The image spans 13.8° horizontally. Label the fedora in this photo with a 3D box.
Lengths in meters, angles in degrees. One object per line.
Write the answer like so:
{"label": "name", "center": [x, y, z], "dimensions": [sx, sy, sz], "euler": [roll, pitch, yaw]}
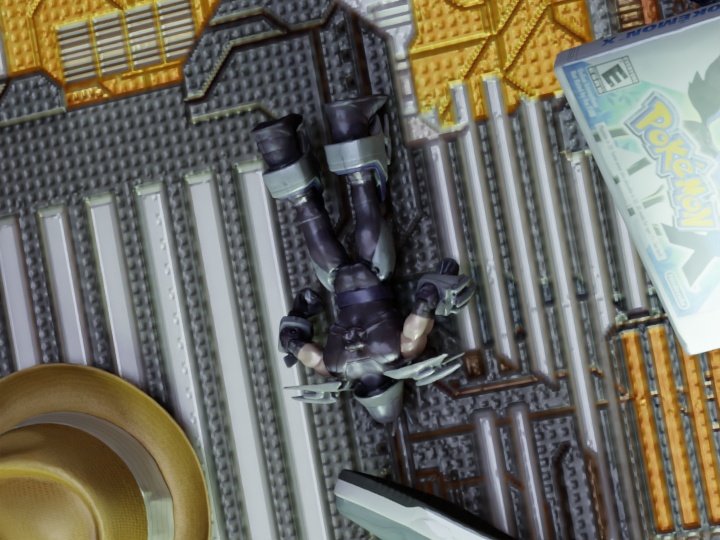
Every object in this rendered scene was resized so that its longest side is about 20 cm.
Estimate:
{"label": "fedora", "center": [-0.192, 0.153, 1.846], "dimensions": [0.200, 0.082, 0.202], "euler": [0, 91, 24]}

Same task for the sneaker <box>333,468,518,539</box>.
{"label": "sneaker", "center": [0.053, 0.206, 1.743], "dimensions": [0.199, 0.084, 0.121], "euler": [27, 93, 20]}

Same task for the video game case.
{"label": "video game case", "center": [0.226, -0.057, 1.633], "dimensions": [0.182, 0.022, 0.201], "euler": [-16, 116, 24]}

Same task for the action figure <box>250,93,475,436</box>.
{"label": "action figure", "center": [0.000, 0.000, 1.768], "dimensions": [0.130, 0.069, 0.201], "euler": [-13, 90, 17]}

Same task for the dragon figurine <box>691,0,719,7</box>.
{"label": "dragon figurine", "center": [0.221, -0.136, 1.643], "dimensions": [0.200, 0.099, 0.059], "euler": [40, 107, 18]}
